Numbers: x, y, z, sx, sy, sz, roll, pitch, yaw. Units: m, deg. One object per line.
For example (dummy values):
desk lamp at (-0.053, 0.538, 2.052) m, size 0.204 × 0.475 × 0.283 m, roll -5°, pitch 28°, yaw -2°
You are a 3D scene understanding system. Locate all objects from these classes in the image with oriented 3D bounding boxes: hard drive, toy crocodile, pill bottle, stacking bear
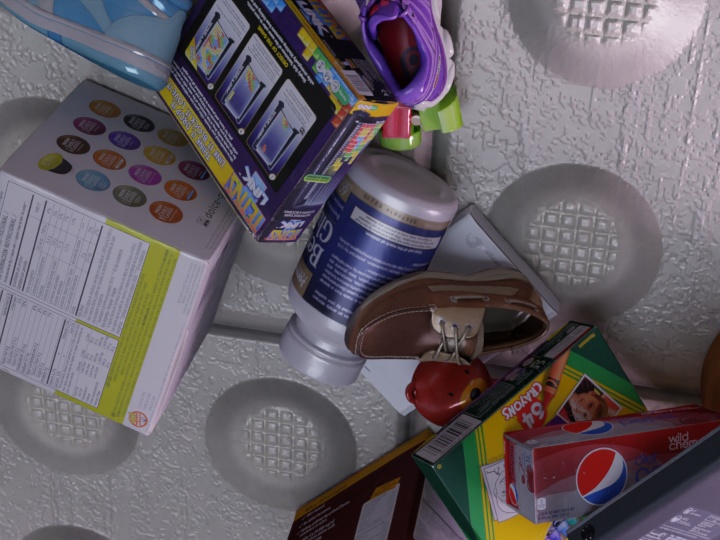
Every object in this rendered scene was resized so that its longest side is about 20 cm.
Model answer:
hard drive at (0.073, 0.042, 1.345) m, size 0.199 × 0.026 × 0.132 m, roll -36°, pitch 106°, yaw 28°
toy crocodile at (-0.006, -0.143, 1.238) m, size 0.197 × 0.062 × 0.068 m, roll 6°, pitch 120°, yaw 10°
pill bottle at (0.000, 0.000, 1.271) m, size 0.110 × 0.111 × 0.202 m, roll 25°, pitch 111°, yaw -2°
stacking bear at (0.126, 0.154, 1.336) m, size 0.122 × 0.114 × 0.200 m, roll -48°, pitch 111°, yaw -11°
hard drive at (0.290, 0.193, 1.176) m, size 0.139 × 0.033 × 0.200 m, roll 22°, pitch 128°, yaw -40°

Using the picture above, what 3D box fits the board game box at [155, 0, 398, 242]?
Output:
board game box at (-0.079, -0.152, 1.192) m, size 0.166 × 0.056 × 0.201 m, roll -51°, pitch 61°, yaw 32°

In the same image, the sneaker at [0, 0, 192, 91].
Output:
sneaker at (-0.223, -0.250, 1.228) m, size 0.199 × 0.079 × 0.132 m, roll 28°, pitch 92°, yaw 23°

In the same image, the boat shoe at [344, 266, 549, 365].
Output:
boat shoe at (0.081, 0.045, 1.230) m, size 0.198 × 0.072 × 0.076 m, roll -12°, pitch 130°, yaw -26°

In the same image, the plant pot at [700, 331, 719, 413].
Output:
plant pot at (0.407, 0.139, 1.258) m, size 0.197 × 0.140 × 0.202 m, roll 6°, pitch 119°, yaw 10°

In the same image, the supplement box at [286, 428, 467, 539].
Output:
supplement box at (0.024, 0.305, 1.401) m, size 0.196 × 0.201 × 0.133 m, roll -35°, pitch 108°, yaw 27°

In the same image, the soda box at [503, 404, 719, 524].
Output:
soda box at (0.226, 0.167, 1.222) m, size 0.197 × 0.063 × 0.071 m, roll -5°, pitch 98°, yaw -19°

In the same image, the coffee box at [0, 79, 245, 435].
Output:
coffee box at (-0.224, -0.017, 1.277) m, size 0.196 × 0.200 × 0.201 m, roll 23°, pitch 122°, yaw 0°

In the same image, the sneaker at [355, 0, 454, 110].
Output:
sneaker at (0.026, -0.232, 1.150) m, size 0.080 × 0.083 × 0.202 m, roll -20°, pitch 90°, yaw 18°

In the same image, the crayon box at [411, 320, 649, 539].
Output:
crayon box at (0.173, 0.176, 1.270) m, size 0.199 × 0.058 × 0.173 m, roll -38°, pitch 105°, yaw -13°
